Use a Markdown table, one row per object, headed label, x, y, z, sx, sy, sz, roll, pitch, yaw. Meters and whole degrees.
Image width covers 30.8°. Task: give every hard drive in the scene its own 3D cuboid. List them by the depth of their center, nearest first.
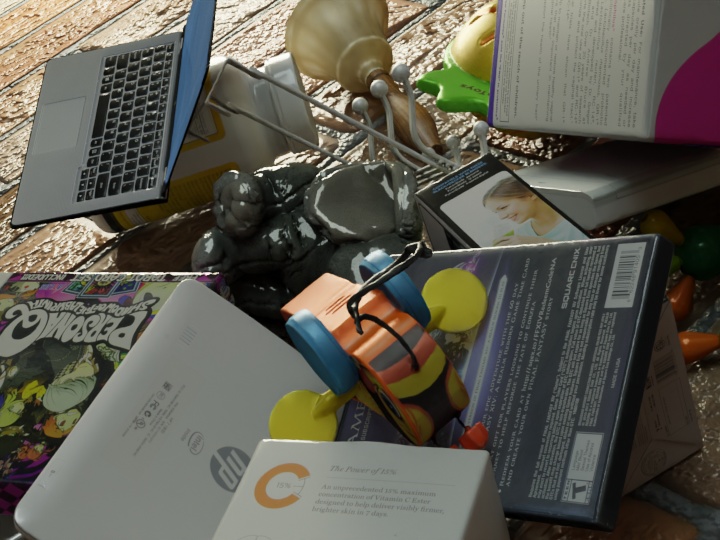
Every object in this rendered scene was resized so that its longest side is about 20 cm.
| label | x | y | z | sx | sy | sz | roll | pitch | yaw |
| --- | --- | --- | --- | --- | --- | --- | --- | --- | --- |
| hard drive | 0.196 | -0.071 | 0.870 | 0.198 | 0.027 | 0.131 | -19 | 15 | -23 |

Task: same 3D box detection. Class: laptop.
| label | x | y | z | sx | sy | sz | roll | pitch | yaw |
| --- | --- | --- | --- | --- | --- | --- | --- | --- | --- |
| laptop | -0.181 | -0.153 | 0.983 | 0.197 | 0.117 | 0.189 | -9 | 49 | 11 |

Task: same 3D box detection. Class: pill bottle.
| label | x | y | z | sx | sy | sz | roll | pitch | yaw |
| --- | --- | --- | --- | --- | --- | --- | --- | --- | --- |
| pill bottle | -0.139 | -0.112 | 1.089 | 0.197 | 0.113 | 0.113 | -17 | 34 | 3 |

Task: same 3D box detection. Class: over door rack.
| label | x | y | z | sx | sy | sz | roll | pitch | yaw |
| --- | --- | --- | --- | --- | --- | --- | --- | --- | --- |
| over door rack | -0.018 | -0.112 | 0.940 | 0.197 | 0.068 | 0.148 | 14 | -6 | -11 |

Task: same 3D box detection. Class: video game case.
| label | x | y | z | sx | sy | sz | roll | pitch | yaw |
| --- | --- | --- | --- | --- | --- | --- | --- | --- | --- |
| video game case | 0.066 | 0.055 | 0.688 | 0.199 | 0.019 | 0.145 | -5 | 64 | 50 |
| video game case | -0.198 | 0.071 | 0.811 | 0.197 | 0.036 | 0.182 | 0 | 41 | 26 |

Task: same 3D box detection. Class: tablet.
| label | x | y | z | sx | sy | sz | roll | pitch | yaw |
| --- | --- | --- | --- | --- | --- | --- | --- | --- | --- |
| tablet | -0.091 | 0.102 | 0.734 | 0.014 | 0.129 | 0.201 | -49 | 7 | 46 |

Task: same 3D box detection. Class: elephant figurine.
| label | x | y | z | sx | sy | sz | roll | pitch | yaw |
| --- | --- | --- | --- | --- | --- | --- | --- | --- | --- |
| elephant figurine | 0.000 | 0.000 | 0.872 | 0.197 | 0.141 | 0.158 | 11 | 82 | 29 |

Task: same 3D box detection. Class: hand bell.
| label | x | y | z | sx | sy | sz | roll | pitch | yaw |
| --- | --- | --- | --- | --- | --- | --- | --- | --- | --- |
| hand bell | 0.018 | -0.156 | 1.115 | 0.103 | 0.105 | 0.201 | -25 | 47 | -8 |

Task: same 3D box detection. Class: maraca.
| label | x | y | z | sx | sy | sz | roll | pitch | yaw |
| --- | --- | --- | --- | --- | --- | --- | --- | --- | --- |
| maraca | 0.124 | -0.151 | 0.999 | 0.135 | 0.108 | 0.200 | 17 | 32 | 23 |

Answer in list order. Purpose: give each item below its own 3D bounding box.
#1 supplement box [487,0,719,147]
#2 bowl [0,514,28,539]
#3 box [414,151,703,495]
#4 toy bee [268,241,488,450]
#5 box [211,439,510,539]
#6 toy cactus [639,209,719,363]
| label | x | y | z | sx | sy | sz | roll | pitch | yaw |
| --- | --- | --- | --- | --- | --- | --- | --- | --- | --- |
| supplement box | 0.170 | -0.133 | 0.821 | 0.100 | 0.105 | 0.200 | 2 | 6 | -21 |
| bowl | -0.199 | 0.113 | 0.849 | 0.199 | 0.075 | 0.199 | -38 | 38 | -24 |
| box | 0.112 | 0.026 | 0.775 | 0.060 | 0.118 | 0.200 | -28 | 37 | -9 |
| toy bee | 0.011 | 0.054 | 0.660 | 0.130 | 0.109 | 0.200 | -35 | 6 | 9 |
| box | -0.013 | 0.182 | 0.584 | 0.123 | 0.098 | 0.201 | 0 | 39 | 23 |
| toy cactus | 0.251 | -0.019 | 0.798 | 0.197 | 0.103 | 0.166 | -13 | 24 | 23 |
